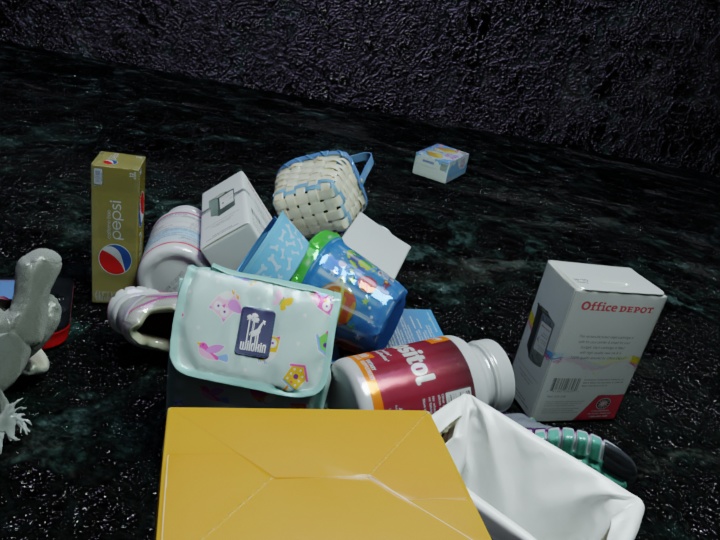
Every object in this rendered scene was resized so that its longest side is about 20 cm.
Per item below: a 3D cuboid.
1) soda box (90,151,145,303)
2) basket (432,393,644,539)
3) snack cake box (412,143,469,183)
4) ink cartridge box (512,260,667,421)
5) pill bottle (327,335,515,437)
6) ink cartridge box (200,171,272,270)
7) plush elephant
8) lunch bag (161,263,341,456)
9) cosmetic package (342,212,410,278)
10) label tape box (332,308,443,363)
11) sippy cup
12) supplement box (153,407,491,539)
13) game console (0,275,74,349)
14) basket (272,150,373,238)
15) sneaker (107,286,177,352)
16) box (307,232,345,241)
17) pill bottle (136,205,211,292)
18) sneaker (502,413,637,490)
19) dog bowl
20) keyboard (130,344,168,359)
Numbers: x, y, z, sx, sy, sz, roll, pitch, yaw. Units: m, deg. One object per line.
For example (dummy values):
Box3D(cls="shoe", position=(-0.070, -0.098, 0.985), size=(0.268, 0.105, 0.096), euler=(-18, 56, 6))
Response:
Box3D(cls="soda box", position=(-0.341, -0.057, 0.881), size=(0.062, 0.205, 0.068), euler=(5, 23, -13))
Box3D(cls="basket", position=(0.130, 0.232, 0.571), size=(0.198, 0.126, 0.134), euler=(28, 28, 31))
Box3D(cls="snack cake box", position=(0.252, -0.334, 1.939), size=(0.113, 0.069, 0.199), euler=(20, 25, 20))
Box3D(cls="ink cartridge box", position=(0.300, 0.099, 0.846), size=(0.144, 0.205, 0.086), euler=(4, 24, -18))
Box3D(cls="pill bottle", position=(0.069, 0.137, 0.699), size=(0.195, 0.116, 0.113), euler=(-9, 30, -24))
Box3D(cls="ink cartridge box", position=(-0.177, -0.042, 0.970), size=(0.083, 0.148, 0.201), euler=(-27, 31, 3))
Box3D(cls="plush elephant", position=(-0.404, 0.074, 0.643), size=(0.152, 0.206, 0.163), euler=(1, 10, 40))
Box3D(cls="lunch bag", position=(-0.112, 0.099, 0.650), size=(0.166, 0.205, 0.123), euler=(11, 23, -4))
Box3D(cls="cosmetic package", position=(0.000, 0.000, 1.008), size=(0.112, 0.082, 0.201), euler=(34, 31, 0))
Box3D(cls="label tape box", position=(0.019, 0.112, 0.855), size=(0.194, 0.068, 0.144), euler=(1, 26, -10))
Box3D(cls="sippy cup", position=(-0.015, 0.039, 0.785), size=(0.128, 0.141, 0.179), euler=(26, 53, 14))
Box3D(cls="supplement box", position=(-0.043, 0.218, 0.421), size=(0.192, 0.205, 0.133), euler=(4, 24, -17))
Box3D(cls="game console", position=(-0.478, 0.048, 0.801), size=(0.195, 0.032, 0.177), euler=(2, 26, -24))
Box3D(cls="basket", position=(-0.073, -0.149, 1.141), size=(0.172, 0.141, 0.202), euler=(-9, 38, 21))
Box3D(cls="sneaker", position=(-0.215, 0.064, 0.795), size=(0.195, 0.084, 0.088), euler=(-9, 25, -24))
Box3D(cls="box", position=(-0.072, -0.038, 1.161), size=(0.157, 0.050, 0.199), euler=(24, 27, 22))
Box3D(cls="pill bottle", position=(-0.276, -0.026, 0.960), size=(0.106, 0.111, 0.201), euler=(6, 24, -13))
Box3D(cls="sneaker", position=(0.226, 0.203, 0.747), size=(0.195, 0.076, 0.088), euler=(13, 19, 5))
Box3D(cls="dog bowl", position=(-0.112, -0.007, 0.745), size=(0.049, 0.113, 0.200), euler=(35, -7, -12))
Box3D(cls="keyboard", position=(-0.198, 0.107, 0.819), size=(0.195, 0.021, 0.127), euler=(2, 20, -20))
